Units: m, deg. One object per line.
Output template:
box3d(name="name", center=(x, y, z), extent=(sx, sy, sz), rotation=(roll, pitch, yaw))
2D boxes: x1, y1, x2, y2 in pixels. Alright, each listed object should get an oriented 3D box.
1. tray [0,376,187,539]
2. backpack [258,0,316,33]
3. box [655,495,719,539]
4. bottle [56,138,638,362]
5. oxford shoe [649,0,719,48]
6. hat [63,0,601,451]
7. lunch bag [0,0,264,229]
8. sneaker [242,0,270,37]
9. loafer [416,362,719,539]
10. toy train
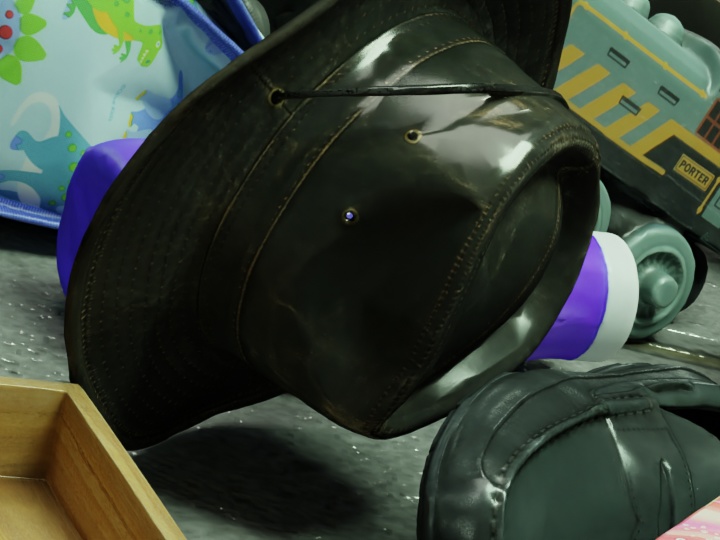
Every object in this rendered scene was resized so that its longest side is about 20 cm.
box3d(name="tray", center=(-0.090, 0.078, 0.672), extent=(0.098, 0.037, 0.200), rotation=(7, 18, -25))
box3d(name="backpack", center=(0.029, -0.173, 1.342), extent=(0.199, 0.177, 0.153), rotation=(2, 26, -47))
box3d(name="box", center=(0.152, 0.129, 0.612), extent=(0.199, 0.095, 0.103), rotation=(22, 18, 22))
box3d(name="bottle", center=(0.000, 0.000, 0.947), extent=(0.199, 0.066, 0.084), rotation=(6, 20, -26))
box3d(name="oxford shoe", center=(0.183, -0.078, 1.187), extent=(0.071, 0.072, 0.200), rotation=(-5, 21, -36))
box3d(name="hat", center=(0.014, -0.005, 0.800), extent=(0.081, 0.201, 0.200), rotation=(42, 27, 24))
box3d(name="lunch bag", center=(-0.114, -0.084, 1.041), extent=(0.199, 0.128, 0.170), rotation=(21, 10, -28))
box3d(name="sneaker", center=(-0.109, -0.136, 1.279), extent=(0.199, 0.076, 0.115), rotation=(22, 15, 23))
box3d(name="loafer", center=(0.075, 0.061, 0.802), extent=(0.070, 0.069, 0.200), rotation=(6, 8, 25))
box3d(name="toy train", center=(0.077, -0.056, 1.048), extent=(0.200, 0.114, 0.085), rotation=(31, 2, -39))
